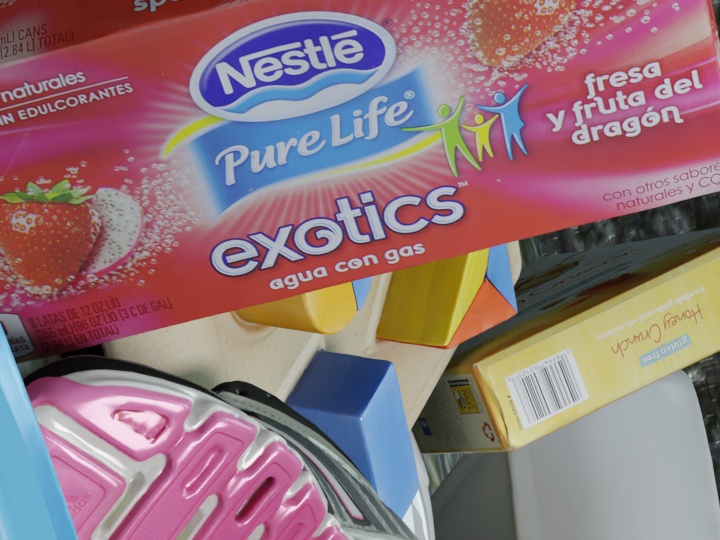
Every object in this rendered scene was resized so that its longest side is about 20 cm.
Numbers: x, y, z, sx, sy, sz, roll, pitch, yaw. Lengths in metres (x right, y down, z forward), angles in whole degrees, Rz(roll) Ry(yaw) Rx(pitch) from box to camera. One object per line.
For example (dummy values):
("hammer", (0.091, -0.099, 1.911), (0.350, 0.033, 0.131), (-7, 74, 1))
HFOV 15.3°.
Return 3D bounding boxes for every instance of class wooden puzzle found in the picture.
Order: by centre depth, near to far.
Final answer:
("wooden puzzle", (0.000, 0.000, 0.827), (0.200, 0.046, 0.185), (-53, 144, -39))

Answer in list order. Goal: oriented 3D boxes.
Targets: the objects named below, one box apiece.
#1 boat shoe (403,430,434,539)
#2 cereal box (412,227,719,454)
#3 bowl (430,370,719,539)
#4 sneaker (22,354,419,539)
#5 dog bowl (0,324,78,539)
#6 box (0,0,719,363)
("boat shoe", (-0.011, 0.116, 0.902), (0.069, 0.072, 0.200), (7, 77, -82))
("cereal box", (0.067, 0.028, 1.033), (0.200, 0.144, 0.040), (-10, -77, 67))
("bowl", (0.064, 0.146, 1.064), (0.200, 0.075, 0.200), (-55, -155, 39))
("sneaker", (-0.044, 0.066, 0.712), (0.087, 0.074, 0.200), (37, 2, 38))
("dog bowl", (-0.086, 0.033, 0.445), (0.200, 0.049, 0.112), (74, -4, -71))
("box", (-0.016, -0.061, 0.663), (0.100, 0.200, 0.096), (-97, 171, -47))
